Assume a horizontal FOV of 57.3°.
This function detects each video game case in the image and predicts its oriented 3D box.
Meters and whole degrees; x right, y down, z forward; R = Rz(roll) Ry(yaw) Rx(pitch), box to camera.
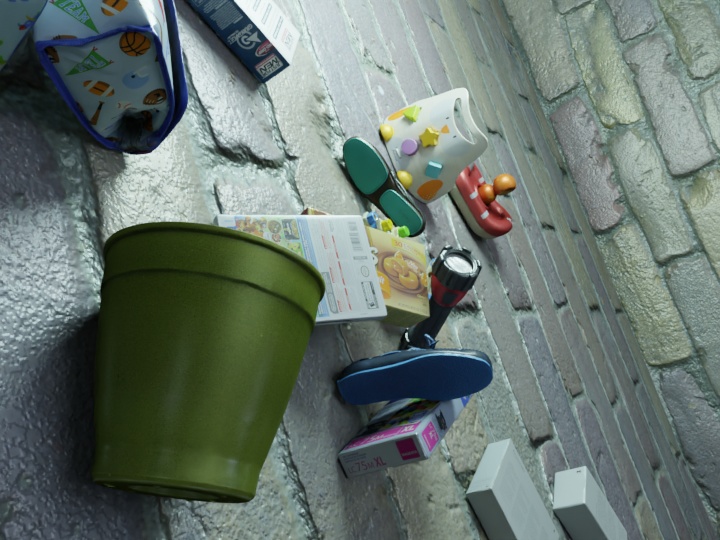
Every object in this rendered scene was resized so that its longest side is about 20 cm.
[{"bbox_3d":[-0.071,-0.002,0.804,0.199,0.018,0.144,-2,68,-31],"label":"video game case"}]

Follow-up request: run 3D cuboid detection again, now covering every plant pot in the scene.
[{"bbox_3d":[-0.139,0.091,0.563,0.200,0.200,0.194,32,55,-45],"label":"plant pot"}]

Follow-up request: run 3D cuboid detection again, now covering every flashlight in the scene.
[{"bbox_3d":[0.111,0.053,0.980,0.068,0.200,0.068,-21,59,-35],"label":"flashlight"}]

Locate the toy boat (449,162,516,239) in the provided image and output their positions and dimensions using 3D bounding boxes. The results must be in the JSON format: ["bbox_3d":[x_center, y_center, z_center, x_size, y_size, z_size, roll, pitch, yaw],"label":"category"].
[{"bbox_3d":[0.293,-0.174,1.498,0.200,0.130,0.131,57,31,-15],"label":"toy boat"}]

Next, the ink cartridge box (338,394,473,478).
[{"bbox_3d":[0.067,0.198,0.866,0.200,0.119,0.042,-24,91,-61],"label":"ink cartridge box"}]

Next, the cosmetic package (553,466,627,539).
[{"bbox_3d":[0.470,0.511,1.343,0.200,0.071,0.102,57,31,-16],"label":"cosmetic package"}]

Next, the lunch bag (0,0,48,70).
[{"bbox_3d":[-0.333,-0.262,0.516,0.082,0.160,0.201,-18,82,-55],"label":"lunch bag"}]

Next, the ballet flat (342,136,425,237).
[{"bbox_3d":[0.038,-0.139,1.124,0.200,0.068,0.068,55,13,-3],"label":"ballet flat"}]

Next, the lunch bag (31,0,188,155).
[{"bbox_3d":[-0.240,-0.231,0.645,0.200,0.123,0.171,110,-33,-69],"label":"lunch bag"}]

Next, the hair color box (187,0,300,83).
[{"bbox_3d":[-0.179,-0.381,0.953,0.200,0.060,0.100,45,36,-32],"label":"hair color box"}]

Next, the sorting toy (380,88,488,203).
[{"bbox_3d":[0.148,-0.257,1.273,0.107,0.180,0.201,-10,77,-60],"label":"sorting toy"}]

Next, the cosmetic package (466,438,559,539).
[{"bbox_3d":[0.257,0.407,1.093,0.201,0.052,0.151,63,31,-4],"label":"cosmetic package"}]

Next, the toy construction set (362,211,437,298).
[{"bbox_3d":[0.076,-0.005,1.073,0.200,0.092,0.132,26,47,-34],"label":"toy construction set"}]

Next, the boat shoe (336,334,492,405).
[{"bbox_3d":[0.068,0.121,0.849,0.069,0.199,0.085,-70,155,-64],"label":"boat shoe"}]

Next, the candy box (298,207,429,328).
[{"bbox_3d":[0.000,0.000,0.903,0.199,0.055,0.116,16,58,-30],"label":"candy box"}]
